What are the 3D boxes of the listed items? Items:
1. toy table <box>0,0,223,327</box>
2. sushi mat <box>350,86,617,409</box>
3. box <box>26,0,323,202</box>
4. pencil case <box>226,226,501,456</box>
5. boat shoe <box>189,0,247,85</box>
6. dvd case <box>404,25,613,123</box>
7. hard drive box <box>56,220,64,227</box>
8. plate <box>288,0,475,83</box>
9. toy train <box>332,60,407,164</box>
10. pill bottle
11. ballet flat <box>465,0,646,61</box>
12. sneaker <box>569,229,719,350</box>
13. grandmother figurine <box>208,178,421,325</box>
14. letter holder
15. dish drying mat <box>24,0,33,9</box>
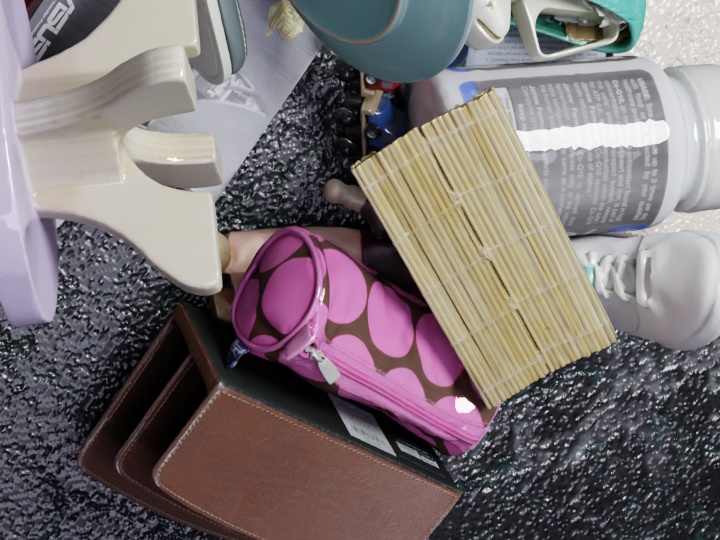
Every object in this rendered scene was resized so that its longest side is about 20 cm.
[{"bbox_3d":[-0.140,-0.076,0.872,0.117,0.184,0.200,-7,88,-1],"label":"toy table"},{"bbox_3d":[0.078,-0.010,0.989,0.096,0.012,0.200,-27,119,7],"label":"sushi mat"},{"bbox_3d":[-0.103,-0.165,1.002,0.158,0.048,0.200,35,89,-20],"label":"box"},{"bbox_3d":[0.010,0.053,1.029,0.200,0.094,0.091,28,106,-40],"label":"pencil case"},{"bbox_3d":[-0.091,-0.208,0.933,0.062,0.073,0.200,-22,104,-27],"label":"boat shoe"},{"bbox_3d":[0.101,-0.170,1.079,0.142,0.018,0.200,-1,105,-15],"label":"dvd case"},{"bbox_3d":[-0.290,-0.061,0.967,0.200,0.077,0.156,41,101,-20],"label":"hard drive box"},{"bbox_3d":[-0.014,-0.191,0.894,0.026,0.200,0.200,-31,112,-28],"label":"plate"},{"bbox_3d":[0.007,-0.134,1.007,0.046,0.034,0.200,12,142,10],"label":"toy train"},{"bbox_3d":[0.138,-0.078,1.044,0.200,0.114,0.114,-5,107,-13],"label":"pill bottle"},{"bbox_3d":[0.095,-0.166,1.001,0.200,0.067,0.070,4,72,-27],"label":"ballet flat"},{"bbox_3d":[0.160,0.007,1.045,0.088,0.200,0.075,10,86,-23],"label":"sneaker"},{"bbox_3d":[0.000,0.000,1.081,0.200,0.061,0.121,-8,120,-10],"label":"grandmother figurine"},{"bbox_3d":[-0.064,0.136,1.056,0.200,0.101,0.142,28,105,-32],"label":"letter holder"},{"bbox_3d":[-0.251,-0.177,0.986,0.077,0.018,0.200,-32,110,-3],"label":"dish drying mat"}]
